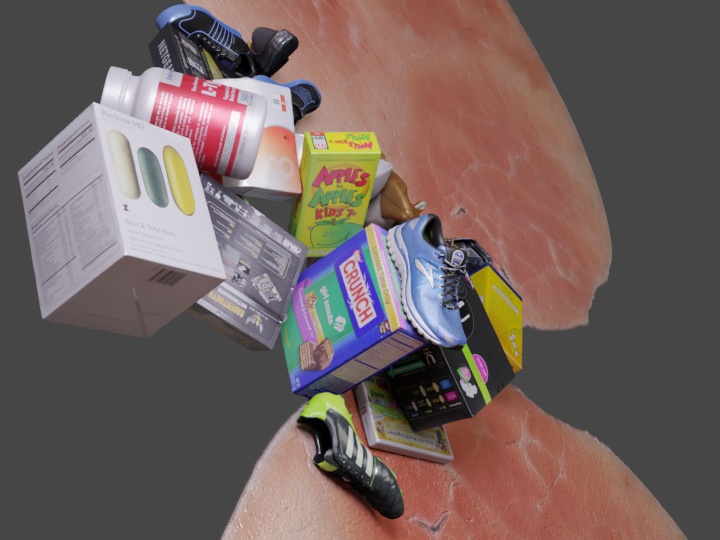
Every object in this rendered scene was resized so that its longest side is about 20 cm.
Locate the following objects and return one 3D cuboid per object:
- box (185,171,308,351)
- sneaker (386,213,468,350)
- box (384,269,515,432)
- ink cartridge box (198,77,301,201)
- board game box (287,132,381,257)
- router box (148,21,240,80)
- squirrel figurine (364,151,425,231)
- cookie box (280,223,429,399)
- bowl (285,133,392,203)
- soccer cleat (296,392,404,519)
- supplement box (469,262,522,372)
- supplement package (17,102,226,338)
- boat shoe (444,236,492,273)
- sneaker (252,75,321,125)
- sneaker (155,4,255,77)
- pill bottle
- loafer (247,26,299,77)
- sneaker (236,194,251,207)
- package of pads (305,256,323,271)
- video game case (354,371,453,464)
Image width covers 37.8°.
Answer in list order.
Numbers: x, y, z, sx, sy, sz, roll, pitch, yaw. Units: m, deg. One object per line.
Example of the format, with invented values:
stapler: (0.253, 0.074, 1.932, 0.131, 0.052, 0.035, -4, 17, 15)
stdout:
box: (-0.173, -0.009, 1.374, 0.200, 0.048, 0.159, 35, 63, -34)
sneaker: (0.100, 0.011, 1.386, 0.078, 0.089, 0.201, 14, 50, -49)
box: (0.118, 0.117, 1.598, 0.148, 0.124, 0.201, -32, 98, -50)
ink cartridge box: (-0.174, -0.188, 1.435, 0.199, 0.050, 0.163, 7, 72, -46)
board game box: (-0.041, -0.106, 1.514, 0.101, 0.201, 0.048, -2, 47, -16)
router box: (-0.228, -0.265, 1.558, 0.157, 0.052, 0.200, 35, 18, -35)
squirrel figurine: (0.039, -0.127, 1.815, 0.186, 0.141, 0.201, 14, 52, -60)
cookie box: (-0.016, 0.062, 1.456, 0.075, 0.199, 0.172, 25, 41, -45)
bowl: (-0.068, -0.149, 1.658, 0.199, 0.075, 0.200, 21, 20, 17)
soccer cleat: (-0.015, 0.259, 1.415, 0.081, 0.067, 0.201, -34, 90, -44)
supplement box: (0.217, 0.102, 1.885, 0.110, 0.109, 0.201, 45, 31, -22)
supplement package: (-0.276, -0.053, 1.211, 0.151, 0.150, 0.201, 17, 48, -50)
boat shoe: (0.158, -0.038, 1.953, 0.200, 0.091, 0.071, 29, 39, -42)
sneaker: (-0.118, -0.271, 1.751, 0.078, 0.070, 0.200, 54, 28, 15)
sneaker: (-0.238, -0.359, 1.673, 0.200, 0.070, 0.078, 7, 48, -57)
pill bottle: (-0.225, -0.190, 1.326, 0.199, 0.113, 0.113, 13, 42, -12)
loafer: (-0.155, -0.369, 1.741, 0.072, 0.073, 0.200, 49, -13, -8)
sneaker: (-0.219, -0.104, 1.458, 0.084, 0.077, 0.201, -23, 76, -47)
package of pads: (0.000, 0.000, 1.680, 0.200, 0.075, 0.121, 39, 37, -31)
video game case: (0.058, 0.200, 1.626, 0.199, 0.023, 0.183, 23, 43, -48)
